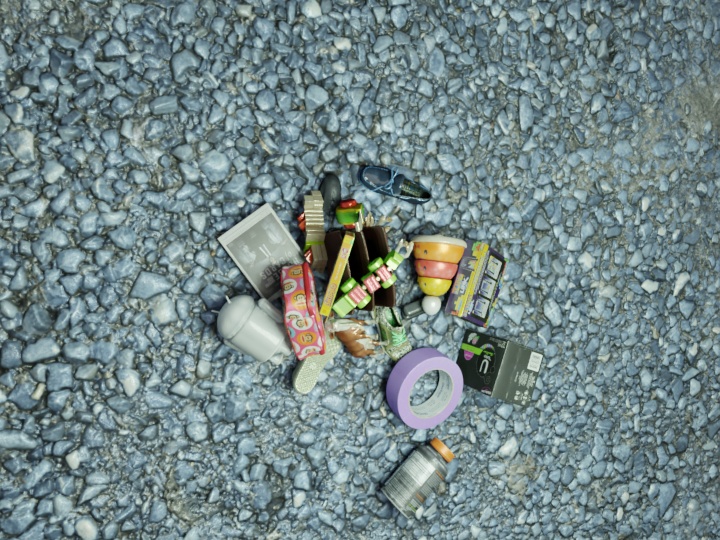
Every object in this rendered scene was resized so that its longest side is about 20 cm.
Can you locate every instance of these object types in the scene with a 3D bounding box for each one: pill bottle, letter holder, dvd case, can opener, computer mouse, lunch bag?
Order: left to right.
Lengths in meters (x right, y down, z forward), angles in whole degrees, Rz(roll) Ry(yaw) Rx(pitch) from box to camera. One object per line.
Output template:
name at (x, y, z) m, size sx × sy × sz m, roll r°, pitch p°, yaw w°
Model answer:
dvd case at (-0.225, -0.039, 1.298) m, size 0.150 × 0.025 × 0.201 m, roll -38°, pitch 103°, yaw -13°
lunch bag at (-0.135, 0.086, 1.247) m, size 0.081 × 0.177 × 0.201 m, roll -11°, pitch 131°, yaw -3°
computer mouse at (-0.074, -0.139, 1.340) m, size 0.058 × 0.034 × 0.202 m, roll -1°, pitch 93°, yaw -20°
letter holder at (0.000, 0.000, 1.300) m, size 0.100 × 0.142 × 0.202 m, roll -14°, pitch 100°, yaw -36°
pill bottle at (0.156, 0.535, 1.412) m, size 0.200 × 0.106 × 0.106 m, roll -44°, pitch 105°, yaw -12°
can opener at (0.193, 0.066, 1.442) m, size 0.199 × 0.053 × 0.067 m, roll -21°, pitch 67°, yaw -16°

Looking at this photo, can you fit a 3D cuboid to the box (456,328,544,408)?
box at (0.357, 0.252, 1.418) m, size 0.123 × 0.200 × 0.150 m, roll 20°, pitch 86°, yaw -20°

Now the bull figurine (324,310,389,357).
bull figurine at (-0.008, 0.157, 1.305) m, size 0.120 × 0.200 × 0.066 m, roll -1°, pitch 60°, yaw 18°

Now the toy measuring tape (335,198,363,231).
toy measuring tape at (-0.028, -0.125, 1.281) m, size 0.073 × 0.200 × 0.074 m, roll 0°, pitch 110°, yaw 1°

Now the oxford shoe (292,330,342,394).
oxford shoe at (-0.110, 0.215, 1.336) m, size 0.075 × 0.058 × 0.201 m, roll 36°, pitch 66°, yaw -11°

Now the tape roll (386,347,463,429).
tape roll at (0.168, 0.306, 1.402) m, size 0.199 × 0.066 × 0.202 m, roll -8°, pitch 108°, yaw -24°

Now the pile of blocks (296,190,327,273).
pile of blocks at (-0.123, -0.094, 1.303) m, size 0.062 × 0.082 × 0.202 m, roll -1°, pitch 77°, yaw -18°

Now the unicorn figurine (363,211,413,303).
unicorn figurine at (0.063, -0.042, 1.359) m, size 0.201 × 0.137 × 0.074 m, roll 54°, pitch 30°, yaw 15°

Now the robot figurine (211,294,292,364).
robot figurine at (-0.248, 0.134, 1.251) m, size 0.200 × 0.113 × 0.170 m, roll 39°, pitch 114°, yaw -17°

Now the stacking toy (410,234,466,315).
stacking toy at (0.191, 0.013, 1.373) m, size 0.145 × 0.146 × 0.202 m, roll 7°, pitch 87°, yaw -19°

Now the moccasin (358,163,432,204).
moccasin at (0.096, -0.225, 1.376) m, size 0.198 × 0.068 × 0.081 m, roll 12°, pitch 88°, yaw -19°

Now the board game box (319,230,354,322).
board game box at (-0.054, 0.013, 1.213) m, size 0.030 × 0.096 × 0.202 m, roll 16°, pitch 99°, yaw -3°

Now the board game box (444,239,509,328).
board game box at (0.312, 0.039, 1.432) m, size 0.165 × 0.056 × 0.202 m, roll 24°, pitch 83°, yaw -48°

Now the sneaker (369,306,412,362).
sneaker at (0.086, 0.157, 1.379) m, size 0.077 × 0.089 × 0.201 m, roll -30°, pitch 102°, yaw -15°

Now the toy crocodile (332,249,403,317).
toy crocodile at (0.019, 0.031, 1.234) m, size 0.200 × 0.062 × 0.068 m, roll -39°, pitch 99°, yaw 1°
